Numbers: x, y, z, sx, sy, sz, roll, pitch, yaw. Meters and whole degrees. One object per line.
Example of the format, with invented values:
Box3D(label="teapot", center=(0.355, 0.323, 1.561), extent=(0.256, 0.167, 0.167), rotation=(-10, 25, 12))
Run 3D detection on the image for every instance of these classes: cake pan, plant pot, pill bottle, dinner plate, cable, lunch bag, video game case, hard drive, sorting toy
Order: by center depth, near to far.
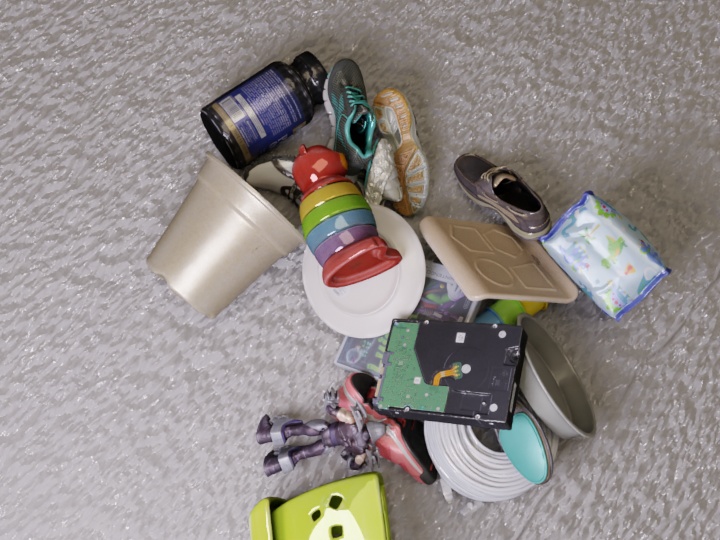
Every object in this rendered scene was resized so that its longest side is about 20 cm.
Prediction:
Box3D(label="plant pot", center=(-0.046, 0.385, 1.183), extent=(0.179, 0.199, 0.203), rotation=(-9, 75, 1))
Box3D(label="hard drive", center=(0.122, 0.140, 1.216), extent=(0.198, 0.038, 0.141), rotation=(1, 62, 27))
Box3D(label="cake pan", center=(0.272, 0.157, 1.279), extent=(0.037, 0.200, 0.202), rotation=(-33, 77, 22))
Box3D(label="cable", center=(0.190, 0.232, 1.289), extent=(0.198, 0.069, 0.202), rotation=(-17, 72, -18))
Box3D(label="plant pot", center=(-0.210, -0.039, 1.301), extent=(0.200, 0.200, 0.184), rotation=(41, 86, 8))
Box3D(label="dinner plate", center=(0.000, 0.000, 1.317), extent=(0.197, 0.024, 0.203), rotation=(0, 90, 22))
Box3D(label="sorting toy", center=(0.203, -0.011, 1.319), extent=(0.198, 0.037, 0.186), rotation=(0, 39, -31))
Box3D(label="video game case", center=(0.075, 0.078, 1.322), extent=(0.180, 0.023, 0.202), rotation=(16, 72, 29))
Box3D(label="lunch bag", center=(0.371, -0.025, 1.331), extent=(0.128, 0.200, 0.170), rotation=(-46, 79, 20))
Box3D(label="pill bottle", center=(-0.144, -0.258, 1.395), extent=(0.199, 0.112, 0.112), rotation=(-35, 79, -12))

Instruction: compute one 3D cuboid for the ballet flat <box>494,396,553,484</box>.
Box3D(label="ballet flat", center=(0.213, 0.202, 1.235), extent=(0.073, 0.073, 0.201), rotation=(-31, 71, -11))

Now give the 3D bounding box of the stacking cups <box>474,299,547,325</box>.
Box3D(label="stacking cups", center=(0.193, 0.088, 1.339), extent=(0.199, 0.061, 0.061), rotation=(-35, 79, -17))

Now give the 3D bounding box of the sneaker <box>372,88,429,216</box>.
Box3D(label="sneaker", center=(0.074, -0.190, 1.413), extent=(0.075, 0.088, 0.203), rotation=(-7, 97, 15))

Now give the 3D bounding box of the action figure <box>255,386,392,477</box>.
Box3D(label="action figure", center=(-0.048, 0.232, 1.250), extent=(0.197, 0.069, 0.132), rotation=(-11, 102, 17))

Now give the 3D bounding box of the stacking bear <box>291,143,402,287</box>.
Box3D(label="stacking bear", center=(-0.037, -0.089, 1.267), extent=(0.113, 0.121, 0.202), rotation=(-26, 72, 12))

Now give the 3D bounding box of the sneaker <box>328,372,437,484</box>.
Box3D(label="sneaker", center=(0.032, 0.241, 1.299), extent=(0.200, 0.074, 0.087), rotation=(48, 119, -4))

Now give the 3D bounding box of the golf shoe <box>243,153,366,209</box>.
Box3D(label="golf shoe", center=(-0.087, -0.125, 1.380), extent=(0.197, 0.078, 0.096), rotation=(3, 74, -2))

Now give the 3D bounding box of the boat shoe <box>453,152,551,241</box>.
Box3D(label="boat shoe", center=(0.224, -0.132, 1.382), extent=(0.074, 0.074, 0.200), rotation=(-37, 58, -18))

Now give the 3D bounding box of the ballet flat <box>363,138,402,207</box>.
Box3D(label="ballet flat", center=(0.030, -0.098, 1.359), extent=(0.071, 0.072, 0.203), rotation=(16, 99, 1))

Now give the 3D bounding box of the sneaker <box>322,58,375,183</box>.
Box3D(label="sneaker", center=(-0.007, -0.236, 1.342), extent=(0.077, 0.091, 0.203), rotation=(5, 73, -28))
